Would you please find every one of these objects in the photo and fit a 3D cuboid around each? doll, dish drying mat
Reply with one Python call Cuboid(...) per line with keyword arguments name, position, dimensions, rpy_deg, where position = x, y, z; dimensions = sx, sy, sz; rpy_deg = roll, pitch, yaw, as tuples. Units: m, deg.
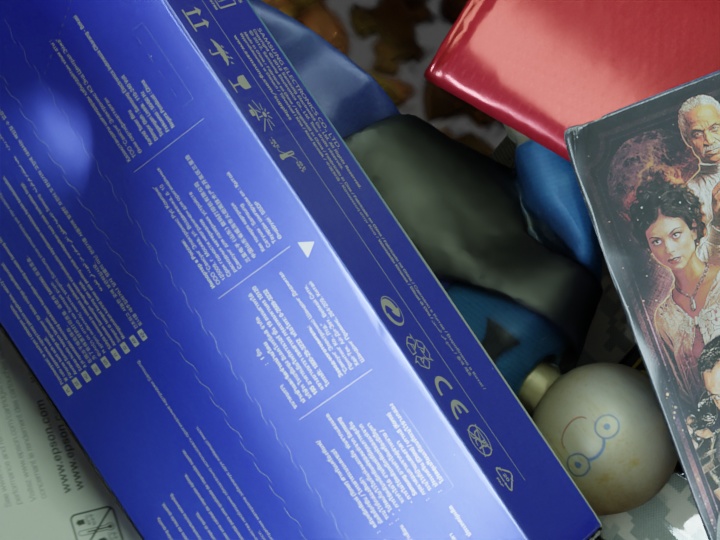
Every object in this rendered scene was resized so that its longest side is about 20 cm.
Cuboid(name="doll", position=(0.000, 0.000, 0.799), dimensions=(0.200, 0.048, 0.137), rpy_deg=(35, 92, 14))
Cuboid(name="dish drying mat", position=(0.120, -0.030, 0.788), dimensions=(0.200, 0.018, 0.077), rpy_deg=(30, 63, 3))

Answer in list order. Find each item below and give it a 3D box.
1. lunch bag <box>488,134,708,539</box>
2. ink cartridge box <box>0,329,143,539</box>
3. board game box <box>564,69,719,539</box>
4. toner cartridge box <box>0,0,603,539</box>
Cuboid(name="lunch bag", position=(0.121, 0.011, 0.845), dimensions=(0.164, 0.118, 0.200), rpy_deg=(41, 64, 15))
Cuboid(name="ink cartridge box", position=(-0.145, 0.081, 0.776), dimensions=(0.199, 0.041, 0.200), rpy_deg=(-10, 61, -18))
Cuboid(name="board game box", position=(0.165, -0.007, 0.732), dimensions=(0.200, 0.035, 0.136), rpy_deg=(-21, 88, 11))
Cuboid(name="toner cartridge box", position=(-0.035, 0.011, 0.764), dimensions=(0.200, 0.095, 0.043), rpy_deg=(57, 27, 3))
